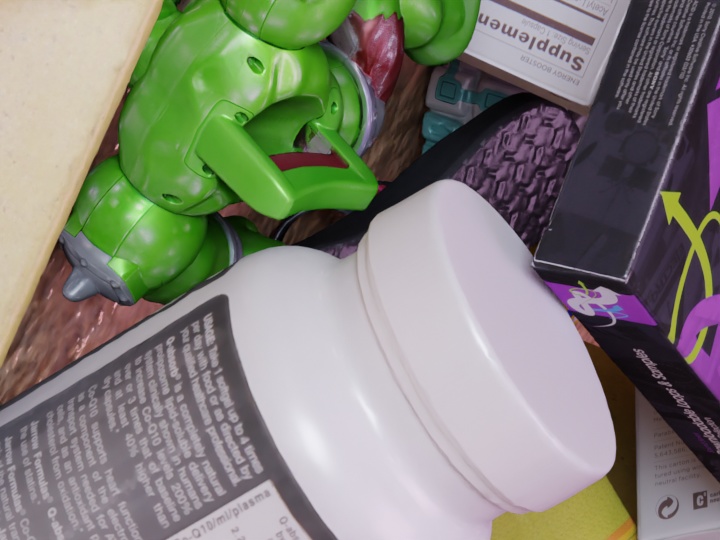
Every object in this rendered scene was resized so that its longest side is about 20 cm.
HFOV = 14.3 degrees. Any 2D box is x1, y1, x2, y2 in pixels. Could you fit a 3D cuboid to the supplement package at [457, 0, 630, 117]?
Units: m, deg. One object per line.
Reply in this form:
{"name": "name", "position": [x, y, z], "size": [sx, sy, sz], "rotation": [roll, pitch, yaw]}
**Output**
{"name": "supplement package", "position": [0.086, -0.160, 0.992], "size": [0.201, 0.109, 0.114], "rotation": [-65, 161, 3]}

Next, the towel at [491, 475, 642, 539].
{"name": "towel", "position": [0.054, 0.090, 1.024], "size": [0.086, 0.201, 0.018], "rotation": [-37, -171, -33]}

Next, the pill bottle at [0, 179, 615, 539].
{"name": "pill bottle", "position": [-0.034, 0.064, 0.822], "size": [0.200, 0.117, 0.116], "rotation": [-30, 169, 18]}

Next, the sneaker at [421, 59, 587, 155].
{"name": "sneaker", "position": [0.092, -0.104, 1.137], "size": [0.201, 0.077, 0.091], "rotation": [-61, 164, -4]}

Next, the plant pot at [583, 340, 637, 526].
{"name": "plant pot", "position": [0.062, 0.135, 1.197], "size": [0.195, 0.195, 0.200], "rotation": [90, 26, -51]}

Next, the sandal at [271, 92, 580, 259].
{"name": "sandal", "position": [0.000, 0.000, 1.043], "size": [0.200, 0.045, 0.075], "rotation": [-36, 128, -28]}

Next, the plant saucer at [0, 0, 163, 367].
{"name": "plant saucer", "position": [-0.140, -0.010, 0.689], "size": [0.201, 0.048, 0.200], "rotation": [-65, 161, 3]}

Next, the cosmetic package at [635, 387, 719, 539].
{"name": "cosmetic package", "position": [0.161, 0.026, 1.099], "size": [0.113, 0.081, 0.201], "rotation": [39, 46, -50]}

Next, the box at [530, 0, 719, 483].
{"name": "box", "position": [0.124, -0.023, 0.896], "size": [0.200, 0.036, 0.144], "rotation": [46, 61, -58]}

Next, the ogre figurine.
{"name": "ogre figurine", "position": [-0.023, -0.058, 0.844], "size": [0.200, 0.098, 0.120], "rotation": [-35, 175, 30]}

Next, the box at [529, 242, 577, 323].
{"name": "box", "position": [0.051, -0.001, 1.168], "size": [0.200, 0.064, 0.070], "rotation": [-40, 150, -51]}
